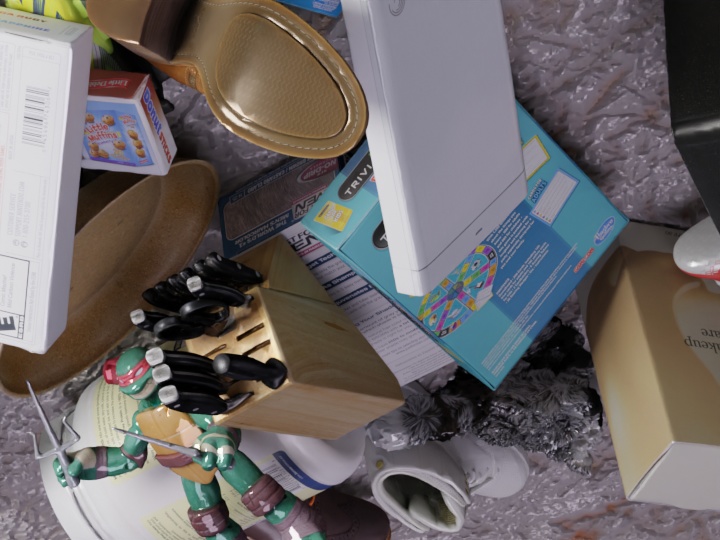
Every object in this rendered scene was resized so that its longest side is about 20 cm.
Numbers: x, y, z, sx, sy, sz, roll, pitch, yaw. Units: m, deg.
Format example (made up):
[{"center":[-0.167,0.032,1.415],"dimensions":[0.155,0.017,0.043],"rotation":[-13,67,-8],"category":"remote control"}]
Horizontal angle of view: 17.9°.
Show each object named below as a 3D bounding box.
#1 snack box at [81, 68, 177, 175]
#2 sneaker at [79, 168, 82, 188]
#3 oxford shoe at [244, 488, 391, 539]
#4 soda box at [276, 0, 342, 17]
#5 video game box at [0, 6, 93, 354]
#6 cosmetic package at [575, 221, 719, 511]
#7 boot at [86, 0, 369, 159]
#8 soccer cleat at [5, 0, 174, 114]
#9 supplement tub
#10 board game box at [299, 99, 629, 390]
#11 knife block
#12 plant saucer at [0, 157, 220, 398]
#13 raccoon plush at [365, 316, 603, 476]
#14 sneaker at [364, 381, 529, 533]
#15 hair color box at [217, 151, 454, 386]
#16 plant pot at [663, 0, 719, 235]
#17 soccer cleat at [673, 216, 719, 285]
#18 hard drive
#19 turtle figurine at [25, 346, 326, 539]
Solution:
[{"center":[-0.215,-0.096,1.386],"dimensions":[0.200,0.024,0.072],"rotation":[6,145,16],"category":"snack box"},{"center":[-0.227,-0.014,1.517],"dimensions":[0.079,0.074,0.200],"rotation":[-10,145,-41],"category":"sneaker"},{"center":[-0.059,0.182,1.778],"dimensions":[0.200,0.071,0.073],"rotation":[11,131,-24],"category":"oxford shoe"},{"center":[-0.090,-0.211,1.302],"dimensions":[0.200,0.068,0.064],"rotation":[13,135,-26],"category":"soda box"},{"center":[-0.256,-0.065,1.350],"dimensions":[0.182,0.047,0.200],"rotation":[13,115,7],"category":"video game box"},{"center":[0.224,0.066,1.600],"dimensions":[0.105,0.200,0.071],"rotation":[8,137,-22],"category":"cosmetic package"},{"center":[-0.049,-0.111,1.330],"dimensions":[0.155,0.200,0.077],"rotation":[16,96,-62],"category":"boot"},{"center":[-0.183,-0.144,1.365],"dimensions":[0.084,0.065,0.200],"rotation":[-18,140,14],"category":"soccer cleat"},{"center":[-0.113,0.119,1.629],"dimensions":[0.200,0.145,0.145],"rotation":[-27,138,19],"category":"supplement tub"},{"center":[0.072,-0.033,1.515],"dimensions":[0.151,0.047,0.200],"rotation":[-51,134,-3],"category":"board game box"},{"center":[-0.059,0.068,1.450],"dimensions":[0.064,0.176,0.200],"rotation":[-28,115,23],"category":"knife block"},{"center":[-0.174,-0.004,1.490],"dimensions":[0.200,0.035,0.200],"rotation":[-44,163,-16],"category":"plant saucer"},{"center":[0.097,0.108,1.706],"dimensions":[0.200,0.097,0.134],"rotation":[-9,145,-6],"category":"raccoon plush"},{"center":[0.066,0.161,1.745],"dimensions":[0.074,0.116,0.200],"rotation":[-37,136,25],"category":"sneaker"},{"center":[0.000,0.000,1.579],"dimensions":[0.100,0.061,0.200],"rotation":[-27,138,20],"category":"hair color box"},{"center":[0.291,-0.114,1.421],"dimensions":[0.177,0.200,0.200],"rotation":[-12,142,19],"category":"plant pot"},{"center":[0.308,-0.055,1.587],"dimensions":[0.200,0.069,0.085],"rotation":[-19,131,5],"category":"soccer cleat"},{"center":[0.049,-0.103,1.379],"dimensions":[0.027,0.132,0.200],"rotation":[11,128,33],"category":"hard drive"},{"center":[-0.116,0.119,1.497],"dimensions":[0.150,0.101,0.200],"rotation":[-16,120,48],"category":"turtle figurine"}]
